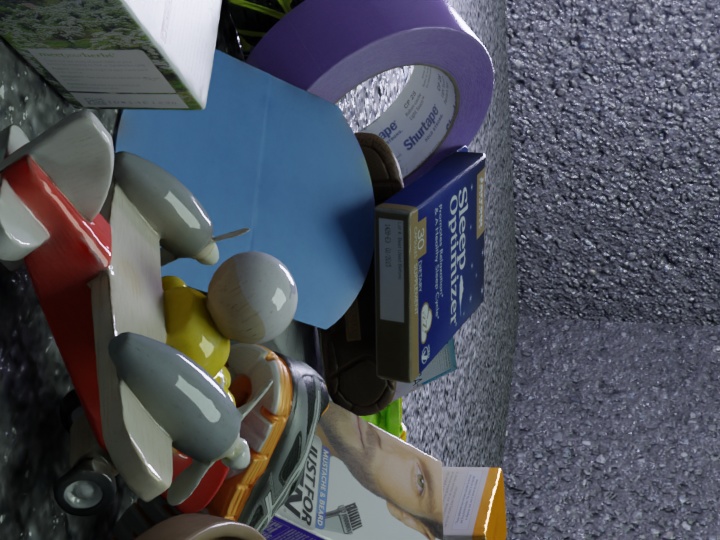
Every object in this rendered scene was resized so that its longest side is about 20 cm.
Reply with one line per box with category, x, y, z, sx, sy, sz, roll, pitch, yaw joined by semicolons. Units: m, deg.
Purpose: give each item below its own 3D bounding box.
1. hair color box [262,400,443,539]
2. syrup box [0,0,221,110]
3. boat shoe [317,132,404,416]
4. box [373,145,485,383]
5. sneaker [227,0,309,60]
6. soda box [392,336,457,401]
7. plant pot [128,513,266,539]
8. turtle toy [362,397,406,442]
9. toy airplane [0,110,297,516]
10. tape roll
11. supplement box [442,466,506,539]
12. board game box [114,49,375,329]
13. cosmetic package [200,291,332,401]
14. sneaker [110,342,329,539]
hair color box;-0.030;0.152;0.813;0.199;0.065;0.110;33;41;-31
syrup box;-0.133;-0.150;0.536;0.200;0.078;0.083;57;37;-69
boat shoe;-0.006;0.000;0.866;0.075;0.074;0.205;-113;-153;-81
box;0.060;-0.014;0.862;0.200;0.032;0.123;-41;133;-61
sneaker;-0.059;-0.185;0.893;0.201;0.074;0.077;85;-5;-60
soda box;0.005;0.013;0.992;0.201;0.068;0.064;56;-15;41
plant pot;-0.121;0.213;0.569;0.200;0.092;0.204;-31;126;-57
turtle toy;-0.007;0.106;1.072;0.201;0.099;0.147;-91;-179;-55
toy airplane;-0.101;0.013;0.558;0.199;0.139;0.203;88;-12;-77
tape roll;0.002;-0.123;0.883;0.066;0.198;0.201;57;-6;29
supplement box;0.024;0.233;1.034;0.126;0.197;0.075;-53;139;-67
board game box;-0.077;-0.050;0.753;0.198;0.039;0.160;19;65;-36
cosmetic package;-0.070;0.038;0.867;0.201;0.070;0.103;69;24;-60
sneaker;-0.078;0.136;0.678;0.077;0.078;0.201;8;117;-58
